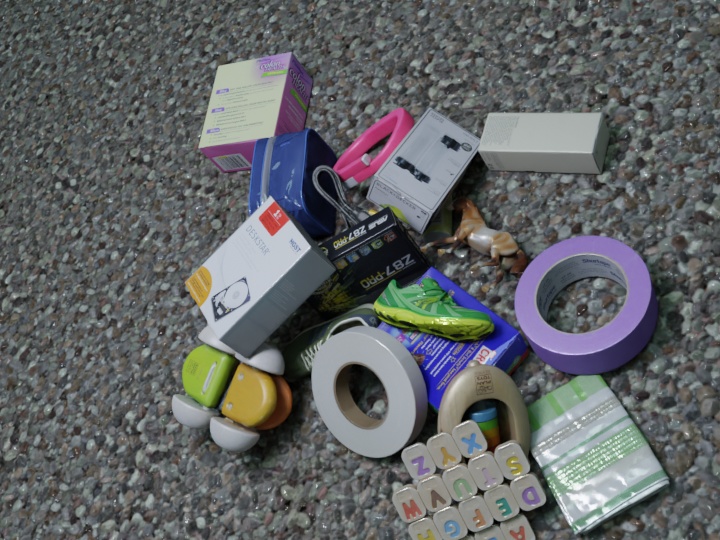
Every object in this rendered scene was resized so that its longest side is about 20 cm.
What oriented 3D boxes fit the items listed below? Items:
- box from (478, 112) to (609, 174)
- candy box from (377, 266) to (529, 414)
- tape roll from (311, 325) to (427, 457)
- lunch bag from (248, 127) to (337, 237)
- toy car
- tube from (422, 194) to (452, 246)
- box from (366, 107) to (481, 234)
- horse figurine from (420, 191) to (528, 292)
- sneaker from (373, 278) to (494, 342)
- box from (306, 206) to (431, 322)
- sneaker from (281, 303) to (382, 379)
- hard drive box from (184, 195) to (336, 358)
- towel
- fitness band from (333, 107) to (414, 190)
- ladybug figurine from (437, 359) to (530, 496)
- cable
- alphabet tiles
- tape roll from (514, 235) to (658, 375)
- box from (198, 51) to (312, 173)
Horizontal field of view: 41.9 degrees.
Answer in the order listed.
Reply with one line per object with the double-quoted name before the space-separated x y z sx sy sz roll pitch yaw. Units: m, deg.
"box" 0.302 -0.211 1.549 0.198 0.068 0.083 7 67 31
"candy box" 0.132 0.120 1.452 0.169 0.077 0.200 -47 51 -4
"tape roll" 0.010 0.185 1.431 0.201 0.037 0.205 13 111 35
"lunch bag" -0.128 -0.143 1.699 0.131 0.136 0.202 -9 61 24
"toy car" -0.198 0.193 1.544 0.199 0.150 0.176 21 89 31
"tube" 0.131 -0.139 1.613 0.052 0.058 0.202 -16 58 28
"box" 0.108 -0.168 1.560 0.116 0.060 0.200 32 54 5
"horse figurine" 0.195 -0.039 1.503 0.199 0.050 0.132 32 52 31
"sneaker" 0.109 0.053 1.408 0.199 0.074 0.084 12 72 33
"box" 0.000 0.000 1.535 0.199 0.161 0.049 -28 49 11
"sneaker" -0.054 0.122 1.531 0.199 0.090 0.067 -30 98 10
"hard drive box" -0.159 0.009 1.471 0.200 0.077 0.156 -45 46 3
"towel" 0.319 0.251 1.315 0.148 0.031 0.201 -32 51 7
"fitness band" 0.019 -0.216 1.660 0.199 0.037 0.144 -23 31 55
"ladybug figurine" 0.170 0.222 1.335 0.134 0.072 0.202 -7 99 -12
"cable" -0.013 -0.095 1.630 0.200 0.050 0.097 39 97 15
"alphabet tiles" 0.148 0.313 1.297 0.199 0.015 0.197 -26 96 13
"tape roll" 0.331 0.049 1.380 0.198 0.066 0.202 -14 53 19
"box" -0.205 -0.310 1.857 0.174 0.097 0.202 -5 63 26
